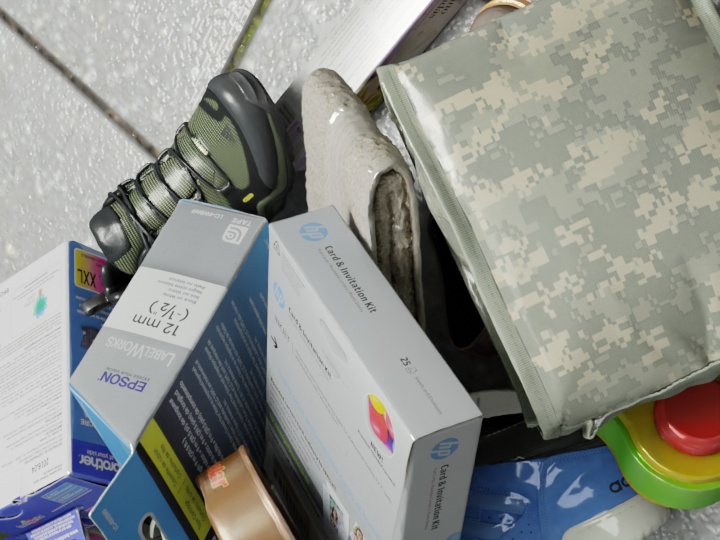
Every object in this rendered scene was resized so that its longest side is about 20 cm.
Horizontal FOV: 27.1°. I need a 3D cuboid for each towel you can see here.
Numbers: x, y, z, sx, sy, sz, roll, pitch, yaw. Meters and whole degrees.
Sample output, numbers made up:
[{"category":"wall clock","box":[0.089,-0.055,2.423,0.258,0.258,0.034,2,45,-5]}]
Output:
[{"category":"towel","box":[0.000,0.000,0.826,0.133,0.034,0.200,-123,23,-54]}]

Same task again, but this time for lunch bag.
[{"category":"lunch bag","box":[0.123,-0.032,0.732,0.164,0.118,0.200,-24,79,2]}]

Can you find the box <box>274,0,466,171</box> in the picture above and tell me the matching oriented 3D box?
[{"category":"box","box":[0.014,-0.138,0.874,0.041,0.039,0.200,51,120,18]}]

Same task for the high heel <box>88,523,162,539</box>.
[{"category":"high heel","box":[-0.144,0.226,1.011,0.200,0.067,0.096,12,92,20]}]

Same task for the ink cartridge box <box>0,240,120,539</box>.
[{"category":"ink cartridge box","box":[-0.207,0.102,0.990,0.136,0.076,0.200,-28,53,35]}]

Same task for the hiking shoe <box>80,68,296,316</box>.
[{"category":"hiking shoe","box":[-0.109,-0.036,0.908,0.076,0.101,0.200,49,139,21]}]

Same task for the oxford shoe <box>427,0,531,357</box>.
[{"category":"oxford shoe","box":[0.076,-0.050,0.820,0.071,0.073,0.200,1,96,35]}]

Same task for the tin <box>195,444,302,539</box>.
[{"category":"tin","box":[-0.030,0.187,0.820,0.042,0.112,0.200,-29,107,-2]}]

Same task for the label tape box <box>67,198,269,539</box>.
[{"category":"label tape box","box":[-0.104,0.081,0.855,0.066,0.200,0.143,15,148,24]}]

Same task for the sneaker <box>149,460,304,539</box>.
[{"category":"sneaker","box":[-0.058,0.134,0.934,0.200,0.074,0.089,2,98,34]}]

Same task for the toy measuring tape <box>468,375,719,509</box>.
[{"category":"toy measuring tape","box":[0.127,0.089,0.755,0.200,0.074,0.074,-5,93,-6]}]

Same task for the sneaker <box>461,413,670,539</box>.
[{"category":"sneaker","box":[0.064,0.132,0.845,0.200,0.077,0.111,-32,83,29]}]

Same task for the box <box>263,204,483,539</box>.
[{"category":"box","box":[-0.002,0.090,0.775,0.156,0.041,0.200,55,154,38]}]
